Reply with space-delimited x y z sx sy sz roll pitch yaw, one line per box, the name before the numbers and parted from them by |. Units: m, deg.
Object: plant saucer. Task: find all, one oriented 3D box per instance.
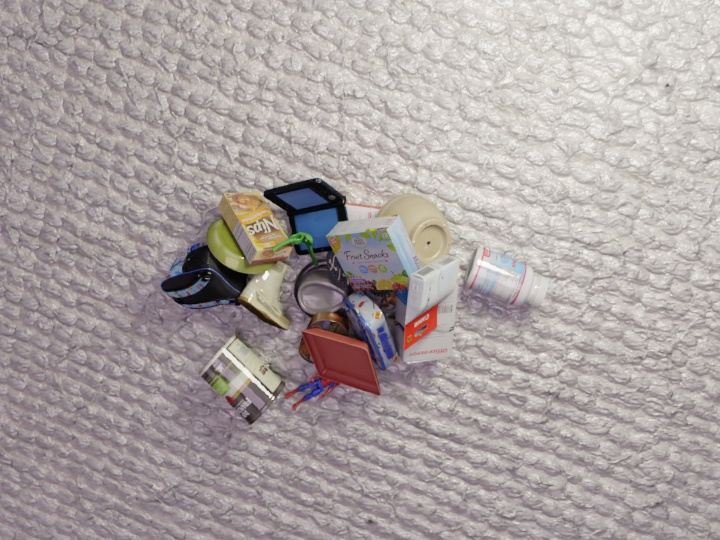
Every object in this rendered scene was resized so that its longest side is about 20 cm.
plant saucer | -0.298 -0.078 1.646 0.197 0.201 0.031 32 131 -1
plant saucer | -0.042 0.231 1.664 0.195 0.037 0.203 13 139 27

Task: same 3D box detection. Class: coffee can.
coffee can | -0.326 0.300 1.759 0.200 0.146 0.147 44 104 -3

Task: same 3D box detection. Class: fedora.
fedora | -0.090 0.063 1.703 0.195 0.090 0.182 7 104 6

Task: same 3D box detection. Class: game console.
game console | -0.135 -0.132 1.615 0.196 0.170 0.121 -8 66 35

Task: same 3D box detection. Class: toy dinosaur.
toy dinosaur | 0.115 0.086 1.698 0.195 0.060 0.109 11 102 4

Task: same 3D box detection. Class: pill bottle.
pill bottle | 0.371 0.024 1.626 0.196 0.109 0.111 21 104 2

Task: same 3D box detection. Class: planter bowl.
planter bowl | 0.144 -0.078 1.575 0.196 0.134 0.206 -8 108 -26

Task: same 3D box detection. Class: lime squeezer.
lime squeezer | -0.158 -0.064 1.609 0.037 0.199 0.072 32 96 29

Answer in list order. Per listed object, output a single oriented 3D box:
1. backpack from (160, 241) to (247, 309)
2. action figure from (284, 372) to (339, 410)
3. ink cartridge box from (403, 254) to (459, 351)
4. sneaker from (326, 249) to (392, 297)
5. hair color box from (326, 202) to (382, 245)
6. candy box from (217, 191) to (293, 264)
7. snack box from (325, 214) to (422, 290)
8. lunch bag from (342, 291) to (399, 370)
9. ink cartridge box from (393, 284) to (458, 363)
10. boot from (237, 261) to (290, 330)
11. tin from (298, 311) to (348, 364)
backpack | -0.419 0.019 1.690 0.196 0.137 0.183 -14 144 23
action figure | -0.118 0.325 1.790 0.198 0.052 0.066 -32 92 11
ink cartridge box | 0.168 0.081 1.512 0.047 0.159 0.205 20 119 32
sneaker | 0.000 0.000 1.682 0.197 0.087 0.079 29 115 -2
hair color box | 0.014 -0.113 1.666 0.195 0.064 0.114 8 103 7
candy box | -0.270 -0.112 1.629 0.202 0.114 0.056 56 132 26
snack box | 0.035 -0.038 1.519 0.197 0.068 0.171 -3 124 41
lunch bag | 0.027 0.152 1.633 0.075 0.160 0.203 -30 128 -10
ink cartridge box | 0.166 0.125 1.653 0.141 0.084 0.205 -4 110 -19
boot | -0.232 0.060 1.722 0.071 0.200 0.157 7 64 37
tin | -0.098 0.183 1.712 0.110 0.042 0.202 22 134 -8
